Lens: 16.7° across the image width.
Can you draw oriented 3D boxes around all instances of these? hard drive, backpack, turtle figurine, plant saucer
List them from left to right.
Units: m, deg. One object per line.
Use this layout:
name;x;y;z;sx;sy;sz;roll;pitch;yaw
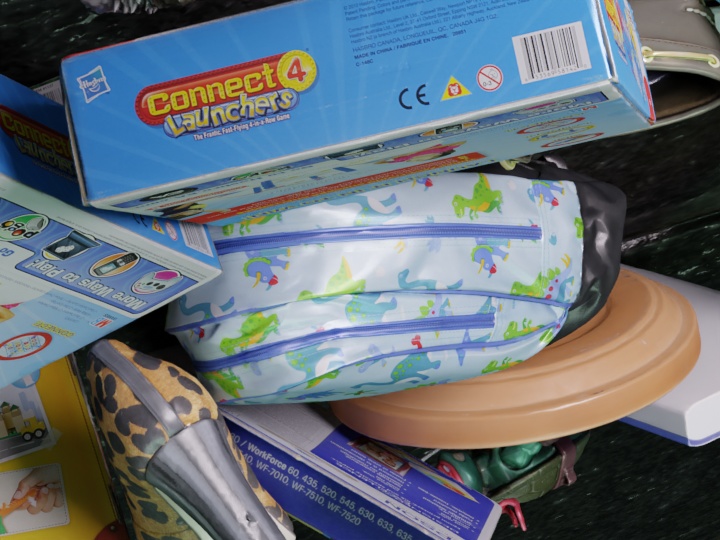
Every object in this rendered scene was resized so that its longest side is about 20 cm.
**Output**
backpack;0.000;0.000;1.166;0.200;0.154;0.163;18;166;-39
plant saucer;0.079;0.038;1.304;0.200;0.032;0.200;-10;-160;4
turtle figurine;0.096;0.086;1.469;0.200;0.101;0.150;-29;-162;-25
hard drive;0.162;0.043;1.361;0.132;0.025;0.200;-20;-158;-31

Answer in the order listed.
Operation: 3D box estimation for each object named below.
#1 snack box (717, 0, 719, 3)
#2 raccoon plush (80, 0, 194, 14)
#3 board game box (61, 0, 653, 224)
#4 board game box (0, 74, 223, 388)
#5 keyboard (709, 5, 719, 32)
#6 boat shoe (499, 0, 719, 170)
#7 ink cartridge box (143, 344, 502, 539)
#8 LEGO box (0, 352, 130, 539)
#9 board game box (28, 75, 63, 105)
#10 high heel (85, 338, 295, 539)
snack box;0.250;-0.102;1.156;0.200;0.116;0.037;9;120;-52
raccoon plush;-0.001;-0.155;0.893;0.200;0.097;0.134;-6;-175;42
board game box;0.007;-0.069;0.967;0.200;0.056;0.196;-13;177;10
board game box;-0.191;0.000;1.030;0.196;0.056;0.200;-26;158;17
keyboard;0.100;-0.101;1.176;0.200;0.011;0.056;-11;152;-23
boat shoe;0.074;-0.083;1.110;0.201;0.060;0.072;-15;146;-15
ink cartridge box;-0.027;0.101;1.248;0.047;0.197;0.200;-61;175;7
LEGO box;-0.224;0.118;1.219;0.200;0.149;0.077;-16;159;-10
board game box;-0.153;-0.024;1.113;0.105;0.023;0.200;-18;160;1
high heel;-0.095;0.095;1.176;0.071;0.143;0.200;-38;-175;-18
